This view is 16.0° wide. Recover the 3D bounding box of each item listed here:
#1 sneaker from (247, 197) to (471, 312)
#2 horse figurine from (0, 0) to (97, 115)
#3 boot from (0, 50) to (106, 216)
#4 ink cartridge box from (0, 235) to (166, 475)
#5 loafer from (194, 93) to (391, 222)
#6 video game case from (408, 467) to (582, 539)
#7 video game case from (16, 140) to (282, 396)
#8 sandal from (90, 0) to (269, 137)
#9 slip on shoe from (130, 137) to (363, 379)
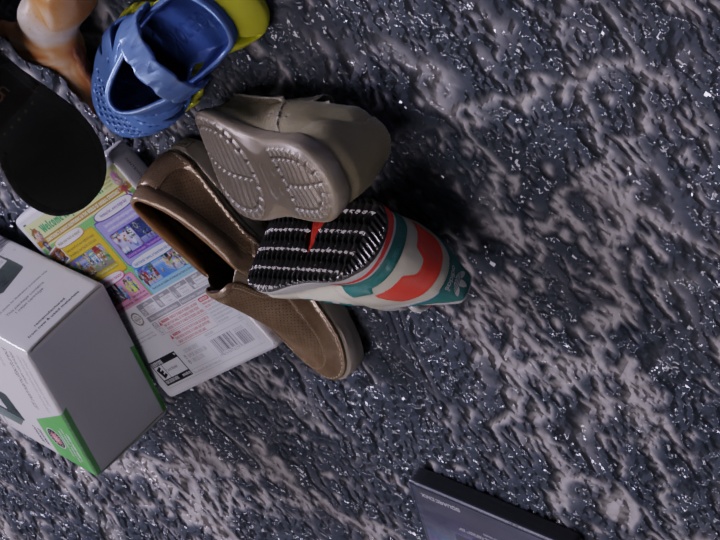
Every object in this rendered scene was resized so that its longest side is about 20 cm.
[{"bbox_3d":[0.000,0.000,1.638,0.093,0.070,0.200,27,169,-22],"label":"sneaker"},{"bbox_3d":[-0.213,-0.187,1.689,0.133,0.050,0.200,45,153,11],"label":"horse figurine"},{"bbox_3d":[-0.266,-0.139,1.773,0.200,0.069,0.174,50,177,-37],"label":"boot"},{"bbox_3d":[-0.263,0.054,1.982,0.200,0.084,0.146,23,149,41],"label":"ink cartridge box"},{"bbox_3d":[-0.040,-0.073,1.604,0.200,0.068,0.076,23,136,61],"label":"loafer"},{"bbox_3d":[0.113,0.237,1.846,0.143,0.019,0.200,20,141,35],"label":"video game case"},{"bbox_3d":[-0.155,0.003,1.873,0.182,0.022,0.200,49,152,-8],"label":"video game case"},{"bbox_3d":[-0.134,-0.130,1.628,0.079,0.087,0.200,44,152,-3],"label":"sandal"},{"bbox_3d":[-0.078,0.003,1.746,0.200,0.061,0.076,54,148,-16],"label":"slip on shoe"}]
